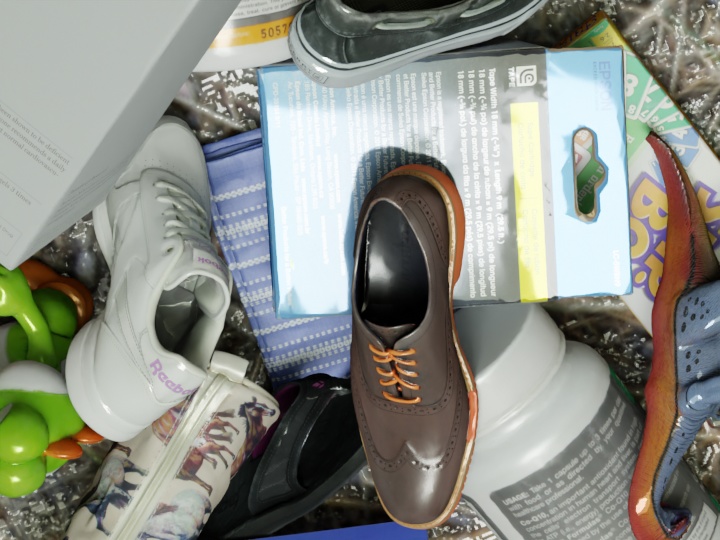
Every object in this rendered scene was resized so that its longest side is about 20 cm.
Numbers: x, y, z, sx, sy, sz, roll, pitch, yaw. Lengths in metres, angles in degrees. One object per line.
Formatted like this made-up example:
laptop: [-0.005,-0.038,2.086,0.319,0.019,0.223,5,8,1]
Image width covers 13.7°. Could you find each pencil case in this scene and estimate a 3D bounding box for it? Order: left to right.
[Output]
pencil case: [-0.122,0.136,1.656,0.078,0.089,0.200,32,77,-9]

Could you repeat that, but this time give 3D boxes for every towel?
towel: [0.000,0.000,1.731,0.145,0.024,0.200,-18,110,3]

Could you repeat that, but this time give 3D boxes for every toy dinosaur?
toy dinosaur: [0.184,0.058,1.671,0.200,0.105,0.181,39,79,19]

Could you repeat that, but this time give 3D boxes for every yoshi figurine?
yoshi figurine: [-0.205,0.062,1.648,0.112,0.200,0.112,-28,108,8]

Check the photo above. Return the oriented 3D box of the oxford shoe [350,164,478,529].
oxford shoe: [0.019,0.047,1.608,0.071,0.073,0.200,-1,100,19]

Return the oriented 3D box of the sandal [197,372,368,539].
sandal: [-0.045,0.105,1.709,0.048,0.075,0.200,34,122,-27]

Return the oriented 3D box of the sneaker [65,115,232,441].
sneaker: [-0.099,-0.004,1.625,0.075,0.200,0.100,30,139,-33]

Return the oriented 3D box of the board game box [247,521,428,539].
board game box: [-0.053,0.211,1.750,0.200,0.045,0.134,-7,141,1]

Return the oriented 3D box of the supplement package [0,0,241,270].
supplement package: [-0.150,-0.122,1.532,0.117,0.117,0.200,40,119,4]

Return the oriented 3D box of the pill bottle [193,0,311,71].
pill bottle: [-0.081,-0.215,1.602,0.116,0.116,0.200,-5,109,0]

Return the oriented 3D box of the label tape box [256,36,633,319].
label tape box: [0.046,-0.054,1.662,0.200,0.063,0.144,-3,103,0]

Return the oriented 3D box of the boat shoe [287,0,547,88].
boat shoe: [0.051,-0.158,1.598,0.200,0.071,0.072,-33,82,-33]

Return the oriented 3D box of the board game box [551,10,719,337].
board game box: [0.162,-0.043,1.716,0.096,0.030,0.200,-37,108,11]

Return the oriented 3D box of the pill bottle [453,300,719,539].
pill bottle: [0.118,0.113,1.713,0.113,0.113,0.200,-36,112,10]
